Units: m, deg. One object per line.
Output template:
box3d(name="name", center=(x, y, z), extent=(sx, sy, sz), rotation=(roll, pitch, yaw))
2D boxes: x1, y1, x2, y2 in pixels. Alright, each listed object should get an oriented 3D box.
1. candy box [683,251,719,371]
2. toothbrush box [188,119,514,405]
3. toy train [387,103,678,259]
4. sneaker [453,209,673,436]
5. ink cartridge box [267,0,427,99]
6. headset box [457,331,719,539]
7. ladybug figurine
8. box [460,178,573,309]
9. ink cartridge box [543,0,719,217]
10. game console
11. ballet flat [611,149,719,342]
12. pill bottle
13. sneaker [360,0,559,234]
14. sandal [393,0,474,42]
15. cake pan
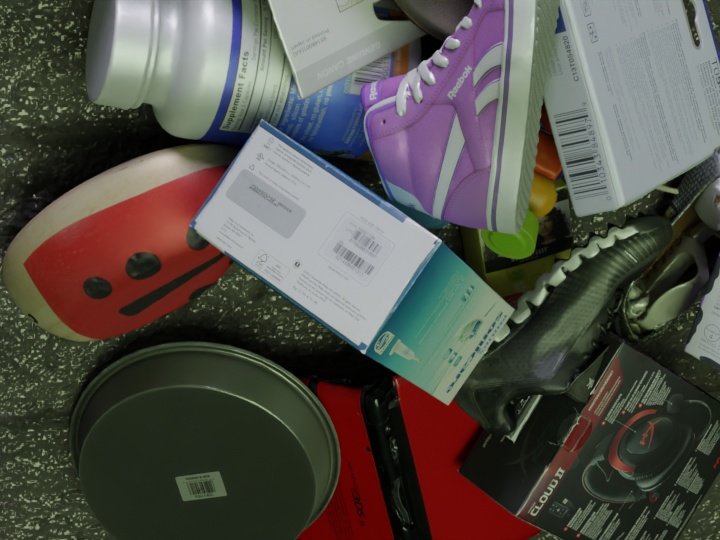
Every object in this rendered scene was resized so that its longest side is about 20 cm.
box3d(name="candy box", center=(0.332, -0.031, 1.381), extent=(0.168, 0.071, 0.200), rotation=(-20, 132, -51))
box3d(name="toothbrush box", center=(0.000, 0.000, 1.218), extent=(0.085, 0.146, 0.200), rotation=(-54, 157, -2))
box3d(name="toy train", center=(0.118, -0.055, 1.281), extent=(0.200, 0.116, 0.085), rotation=(24, 145, -5))
box3d(name="sneaker", center=(0.145, 0.043, 1.305), extent=(0.200, 0.066, 0.091), rotation=(-38, 79, 8))
box3d(name="ink cartridge box", center=(0.005, -0.229, 1.180), extent=(0.200, 0.045, 0.177), rotation=(-30, 118, -23))
box3d(name="headset box", center=(0.177, 0.127, 1.403), extent=(0.200, 0.075, 0.149), rotation=(29, 93, -42))
box3d(name="ladybug figurine", center=(-0.146, -0.014, 1.253), extent=(0.200, 0.072, 0.136), rotation=(-32, 153, 23))
box3d(name="box", center=(0.122, 0.021, 1.403), extent=(0.075, 0.050, 0.200), rotation=(-16, 123, -10))
box3d(name="ink cartridge box", center=(0.172, -0.154, 1.239), extent=(0.041, 0.200, 0.200), rotation=(-11, 99, 36))
box3d(name="game console", center=(0.033, 0.135, 1.429), extent=(0.119, 0.172, 0.200), rotation=(-46, 134, -41))
box3d(name="ballet flat", center=(0.254, -0.023, 1.411), extent=(0.072, 0.072, 0.200), rotation=(30, 106, -29))
box3d(name="pill bottle", center=(-0.071, -0.135, 1.218), extent=(0.199, 0.112, 0.112), rotation=(6, 117, -20))
box3d(name="sneaker", center=(0.055, -0.123, 1.143), extent=(0.114, 0.073, 0.201), rotation=(14, 113, 14))
box3d(name="sandal", center=(0.045, -0.205, 1.152), extent=(0.082, 0.055, 0.200), rotation=(-52, 124, -10))
box3d(name="cake pan", center=(-0.115, 0.142, 1.368), extent=(0.200, 0.037, 0.201), rotation=(2, 124, 3))
